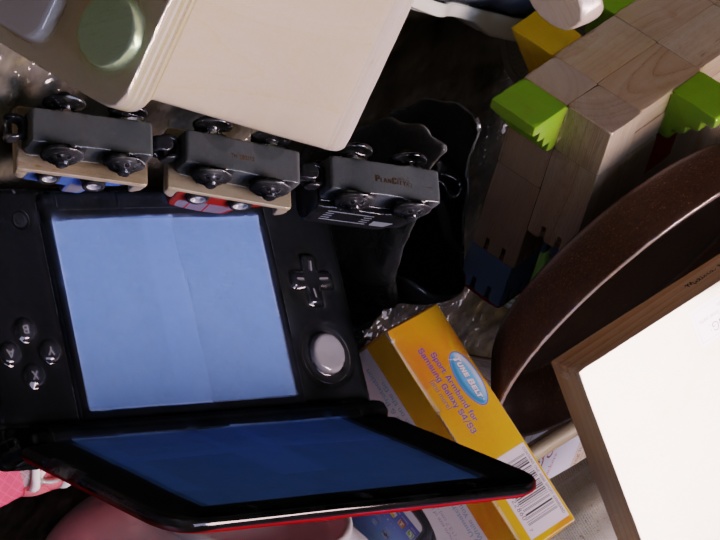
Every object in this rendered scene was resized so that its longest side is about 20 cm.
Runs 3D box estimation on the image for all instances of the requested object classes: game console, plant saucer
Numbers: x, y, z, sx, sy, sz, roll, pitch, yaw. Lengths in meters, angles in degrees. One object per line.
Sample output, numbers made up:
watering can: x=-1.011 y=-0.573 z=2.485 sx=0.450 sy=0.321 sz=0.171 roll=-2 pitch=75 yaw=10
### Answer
game console: x=-0.048 y=0.031 z=1.190 sx=0.200 sy=0.119 sz=0.172 roll=-2 pitch=74 yaw=-41
plant saucer: x=0.134 y=0.002 z=1.342 sx=0.200 sy=0.034 sz=0.200 roll=-35 pitch=161 yaw=-14

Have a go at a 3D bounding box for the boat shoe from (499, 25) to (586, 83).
boat shoe: x=0.125 y=-0.178 z=1.401 sx=0.068 sy=0.072 sz=0.200 roll=-2 pitch=115 yaw=-48

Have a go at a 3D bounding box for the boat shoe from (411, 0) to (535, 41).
boat shoe: x=0.036 y=-0.147 z=1.302 sx=0.200 sy=0.075 sz=0.062 roll=7 pitch=110 yaw=-57

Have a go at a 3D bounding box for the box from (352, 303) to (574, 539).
box: x=0.006 y=0.108 z=1.357 sx=0.041 sy=0.119 sz=0.200 roll=-29 pitch=174 yaw=-37

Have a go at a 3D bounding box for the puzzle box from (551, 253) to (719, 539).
puzzle box: x=0.192 y=0.052 z=1.340 sx=0.200 sy=0.025 sz=0.133 roll=-30 pitch=113 yaw=-22

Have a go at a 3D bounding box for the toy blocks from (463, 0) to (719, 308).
toy blocks: x=0.122 y=-0.056 z=1.360 sx=0.200 sy=0.100 sz=0.137 roll=-35 pitch=151 yaw=-42

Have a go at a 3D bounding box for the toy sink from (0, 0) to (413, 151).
toy sink: x=-0.087 y=-0.128 z=1.100 sx=0.200 sy=0.130 sz=0.112 roll=13 pitch=104 yaw=-57

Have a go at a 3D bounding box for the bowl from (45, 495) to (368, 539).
bowl: x=-0.059 y=0.142 z=1.282 sx=0.201 sy=0.201 sz=0.090 roll=-11 pitch=123 yaw=-50

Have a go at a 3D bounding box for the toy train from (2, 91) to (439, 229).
toy train: x=-0.061 y=-0.044 z=1.220 sx=0.200 sy=0.046 sz=0.034 roll=8 pitch=67 yaw=-26

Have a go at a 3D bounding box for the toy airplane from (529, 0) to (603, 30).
toy airplane: x=0.034 y=-0.218 z=1.137 sx=0.141 sy=0.200 sz=0.199 roll=-28 pitch=140 yaw=-48

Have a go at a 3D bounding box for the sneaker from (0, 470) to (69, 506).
sneaker: x=-0.112 y=0.060 z=1.250 sx=0.200 sy=0.087 sz=0.074 roll=-29 pitch=135 yaw=-38

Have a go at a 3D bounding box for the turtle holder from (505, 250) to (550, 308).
turtle holder: x=0.166 y=-0.033 z=1.514 sx=0.141 sy=0.132 sz=0.186 roll=-3 pitch=117 yaw=-52

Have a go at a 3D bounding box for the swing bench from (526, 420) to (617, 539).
swing bench: x=0.156 y=0.156 z=1.491 sx=0.199 sy=0.130 sz=0.200 roll=-32 pitch=149 yaw=0

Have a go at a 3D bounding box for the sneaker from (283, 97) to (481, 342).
sneaker: x=0.002 y=-0.001 z=1.341 sx=0.060 sy=0.104 sz=0.200 roll=-28 pitch=135 yaw=-41

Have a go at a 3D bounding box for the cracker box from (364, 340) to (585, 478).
cracker box: x=0.048 y=0.116 z=1.536 sx=0.200 sy=0.058 sz=0.134 roll=11 pitch=108 yaw=-55
